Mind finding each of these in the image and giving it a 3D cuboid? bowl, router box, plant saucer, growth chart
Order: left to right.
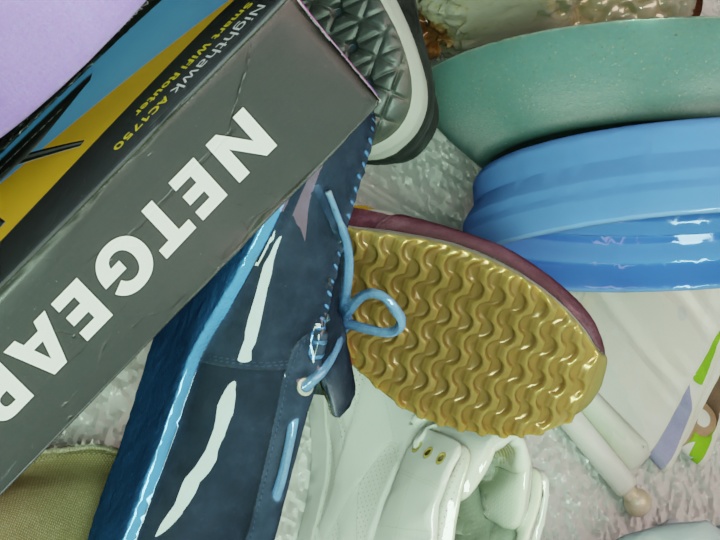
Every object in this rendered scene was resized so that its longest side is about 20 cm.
[{"bbox_3d":[-0.100,-0.009,0.721,0.200,0.149,0.051,-47,112,-10],"label":"router box"},{"bbox_3d":[0.123,-0.066,0.945,0.200,0.200,0.036,6,78,-40],"label":"plant saucer"},{"bbox_3d":[0.148,0.023,1.064,0.145,0.018,0.200,54,50,-17],"label":"growth chart"},{"bbox_3d":[0.142,-0.025,0.918,0.200,0.200,0.039,6,78,-40],"label":"bowl"}]

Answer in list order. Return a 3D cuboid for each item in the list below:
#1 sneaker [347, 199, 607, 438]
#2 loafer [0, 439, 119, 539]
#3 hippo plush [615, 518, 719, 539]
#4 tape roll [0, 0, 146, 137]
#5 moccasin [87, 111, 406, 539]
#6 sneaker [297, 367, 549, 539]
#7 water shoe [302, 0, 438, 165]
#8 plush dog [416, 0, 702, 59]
[{"bbox_3d":[0.000,0.000,0.845,0.200,0.075,0.090,20,19,-1],"label":"sneaker"},{"bbox_3d":[-0.138,0.109,0.758,0.200,0.067,0.076,-20,92,-42],"label":"loafer"},{"bbox_3d":[0.128,0.173,0.909,0.200,0.161,0.160,5,75,-40],"label":"hippo plush"},{"bbox_3d":[-0.120,-0.124,0.748,0.066,0.200,0.200,42,55,-25],"label":"tape roll"},{"bbox_3d":[-0.035,0.033,0.766,0.068,0.080,0.200,21,96,-19],"label":"moccasin"},{"bbox_3d":[0.033,0.063,0.889,0.074,0.116,0.200,20,64,-34],"label":"sneaker"},{"bbox_3d":[-0.023,-0.133,0.856,0.079,0.071,0.200,21,53,-76],"label":"water shoe"},{"bbox_3d":[0.057,-0.182,0.982,0.200,0.160,0.172,50,27,-61],"label":"plush dog"}]
